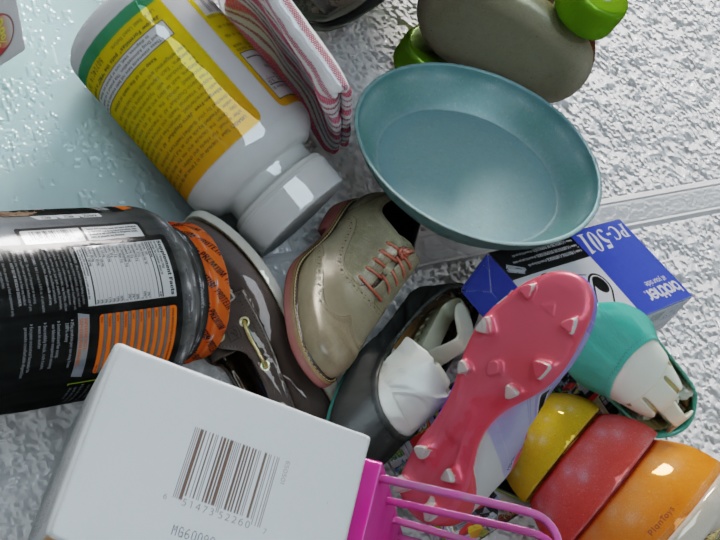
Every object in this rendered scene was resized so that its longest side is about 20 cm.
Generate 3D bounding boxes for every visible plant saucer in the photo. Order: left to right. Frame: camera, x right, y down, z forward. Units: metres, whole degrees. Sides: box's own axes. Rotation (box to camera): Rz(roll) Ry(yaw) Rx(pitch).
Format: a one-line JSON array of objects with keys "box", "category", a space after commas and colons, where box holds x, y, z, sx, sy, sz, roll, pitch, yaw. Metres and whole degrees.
[{"box": [0.086, -0.082, 0.807, 0.198, 0.036, 0.201, 11, 46, -12], "category": "plant saucer"}]

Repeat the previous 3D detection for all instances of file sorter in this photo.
[{"box": [0.052, 0.222, 0.636, 0.124, 0.200, 0.140, 11, 64, 12], "category": "file sorter"}]

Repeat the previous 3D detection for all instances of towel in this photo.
[{"box": [-0.058, -0.162, 0.769, 0.030, 0.200, 0.147, -37, 87, -4], "category": "towel"}]

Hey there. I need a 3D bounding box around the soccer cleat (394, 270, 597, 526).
[{"box": [0.095, 0.086, 0.700, 0.067, 0.201, 0.076, 39, 17, 31], "category": "soccer cleat"}]

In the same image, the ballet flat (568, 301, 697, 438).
[{"box": [0.205, 0.077, 0.756, 0.067, 0.200, 0.070, -50, 55, 3], "category": "ballet flat"}]

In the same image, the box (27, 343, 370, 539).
[{"box": [-0.106, 0.143, 0.620, 0.151, 0.200, 0.107, 22, 62, -13], "category": "box"}]

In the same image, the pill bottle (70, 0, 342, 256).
[{"box": [-0.108, -0.113, 0.771, 0.200, 0.113, 0.113, 48, 60, 1], "category": "pill bottle"}]

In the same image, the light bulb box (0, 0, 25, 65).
[{"box": [-0.331, -0.227, 0.648, 0.200, 0.199, 0.125, 38, 60, 14], "category": "light bulb box"}]

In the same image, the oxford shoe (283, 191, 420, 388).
[{"box": [0.000, 0.000, 0.751, 0.071, 0.074, 0.201, 52, 32, -27], "category": "oxford shoe"}]

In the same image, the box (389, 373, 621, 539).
[{"box": [0.118, 0.124, 0.818, 0.199, 0.035, 0.111, -25, 81, -29], "category": "box"}]

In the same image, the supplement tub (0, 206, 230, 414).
[{"box": [-0.188, 0.022, 0.660, 0.199, 0.122, 0.123, -6, 71, -45], "category": "supplement tub"}]

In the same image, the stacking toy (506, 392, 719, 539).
[{"box": [0.153, 0.135, 0.753, 0.200, 0.147, 0.146, 42, 59, 17], "category": "stacking toy"}]

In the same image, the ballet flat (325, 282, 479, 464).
[{"box": [0.037, 0.066, 0.750, 0.068, 0.068, 0.200, 55, 38, -18], "category": "ballet flat"}]

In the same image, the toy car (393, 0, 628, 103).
[{"box": [0.140, -0.251, 0.910, 0.157, 0.164, 0.201, 28, 52, -10], "category": "toy car"}]

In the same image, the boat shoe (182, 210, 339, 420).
[{"box": [-0.080, 0.052, 0.744, 0.059, 0.072, 0.201, -33, 91, -33], "category": "boat shoe"}]

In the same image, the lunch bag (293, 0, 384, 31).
[{"box": [0.007, -0.280, 0.840, 0.164, 0.200, 0.118, -42, 104, -26], "category": "lunch bag"}]

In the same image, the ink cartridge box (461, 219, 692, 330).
[{"box": [0.176, 0.018, 0.830, 0.199, 0.044, 0.094, -14, 57, -47], "category": "ink cartridge box"}]

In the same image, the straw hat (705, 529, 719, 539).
[{"box": [0.277, 0.244, 0.805, 0.200, 0.085, 0.203, -6, 100, -33], "category": "straw hat"}]
